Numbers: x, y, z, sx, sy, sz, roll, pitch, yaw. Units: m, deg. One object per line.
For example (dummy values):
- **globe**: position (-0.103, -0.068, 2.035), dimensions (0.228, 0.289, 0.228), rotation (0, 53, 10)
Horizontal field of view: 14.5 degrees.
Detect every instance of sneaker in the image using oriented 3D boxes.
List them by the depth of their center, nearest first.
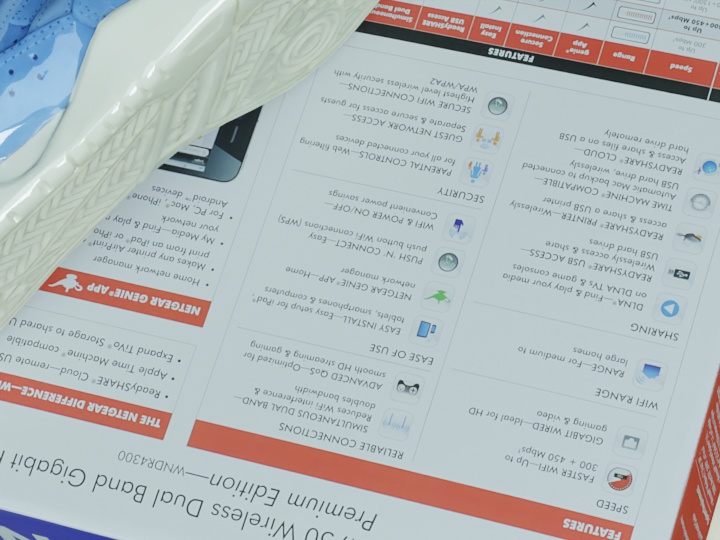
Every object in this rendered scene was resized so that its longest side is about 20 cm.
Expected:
- **sneaker**: position (-0.081, -0.070, 0.692), dimensions (0.200, 0.077, 0.111), rotation (-42, 73, 0)

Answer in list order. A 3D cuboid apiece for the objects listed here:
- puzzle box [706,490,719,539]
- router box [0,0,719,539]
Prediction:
- **puzzle box**: position (0.153, 0.074, 0.713), dimensions (0.133, 0.025, 0.200), rotation (18, 80, 7)
- **router box**: position (0.000, 0.000, 0.714), dimensions (0.200, 0.049, 0.180), rotation (13, 70, 17)
